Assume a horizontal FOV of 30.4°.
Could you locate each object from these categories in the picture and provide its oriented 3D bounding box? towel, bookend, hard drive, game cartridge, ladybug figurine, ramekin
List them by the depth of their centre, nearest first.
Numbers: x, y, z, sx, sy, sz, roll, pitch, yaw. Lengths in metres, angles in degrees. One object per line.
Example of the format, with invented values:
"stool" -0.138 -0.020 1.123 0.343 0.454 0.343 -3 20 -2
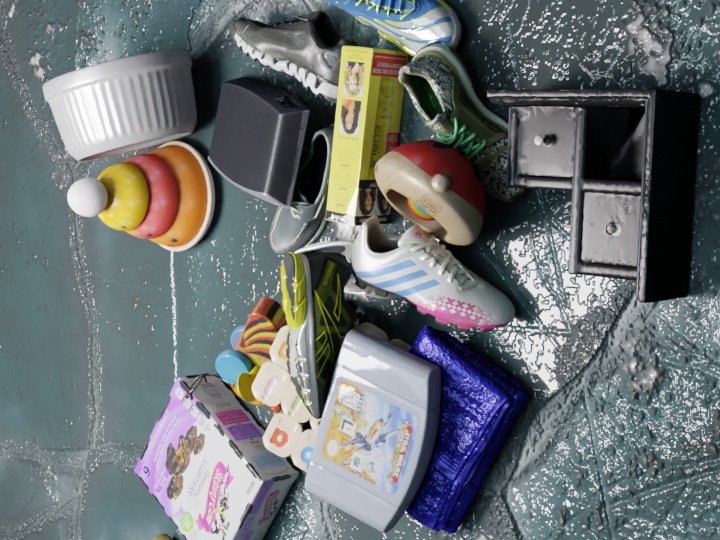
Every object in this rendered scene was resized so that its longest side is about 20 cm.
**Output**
"bookend" 0.228 -0.081 1.338 0.198 0.091 0.202 8 98 41
"ladybug figurine" 0.082 -0.089 1.427 0.135 0.200 0.072 38 85 -4
"game cartridge" 0.017 0.183 1.482 0.132 0.041 0.203 24 107 31
"towel" 0.085 0.181 1.485 0.147 0.049 0.202 32 111 16
"hard drive" -0.131 -0.163 1.642 0.200 0.042 0.137 34 115 56
"ramekin" -0.306 -0.213 1.735 0.198 0.199 0.107 -11 95 41

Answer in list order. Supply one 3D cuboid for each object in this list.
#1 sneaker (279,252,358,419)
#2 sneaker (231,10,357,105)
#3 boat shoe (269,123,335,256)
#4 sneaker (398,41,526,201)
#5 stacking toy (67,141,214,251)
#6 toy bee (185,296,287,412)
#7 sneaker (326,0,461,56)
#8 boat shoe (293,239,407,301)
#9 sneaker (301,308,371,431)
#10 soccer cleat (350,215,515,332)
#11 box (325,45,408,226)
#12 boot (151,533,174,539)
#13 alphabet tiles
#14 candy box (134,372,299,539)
"sneaker" -0.039 0.073 1.499 0.075 0.083 0.203 -133 35 -62
"sneaker" -0.074 -0.279 1.610 0.199 0.066 0.092 33 111 31
"boat shoe" -0.068 -0.097 1.616 0.073 0.061 0.201 50 123 24
"sneaker" 0.102 -0.152 1.435 0.201 0.088 0.077 53 128 8
"stacking toy" -0.301 -0.096 1.730 0.145 0.198 0.149 3 95 41
"toy bee" -0.125 0.119 1.657 0.108 0.132 0.200 35 152 -7
"sneaker" 0.019 -0.298 1.498 0.199 0.104 0.077 36 115 34
"boat shoe" 0.000 0.000 1.560 0.198 0.065 0.075 -1 92 41
"sneaker" -0.050 0.125 1.621 0.086 0.077 0.202 37 109 46
"soccer cleat" 0.079 0.001 1.455 0.197 0.070 0.087 19 120 17
"box" 0.007 -0.156 1.540 0.050 0.075 0.203 12 100 37
"boot" -0.236 0.480 1.801 0.199 0.066 0.177 32 113 34
"alphabet tiles" -0.024 0.149 1.555 0.198 0.015 0.198 28 103 3
"candy box" -0.192 0.264 1.742 0.200 0.071 0.169 44 120 31
